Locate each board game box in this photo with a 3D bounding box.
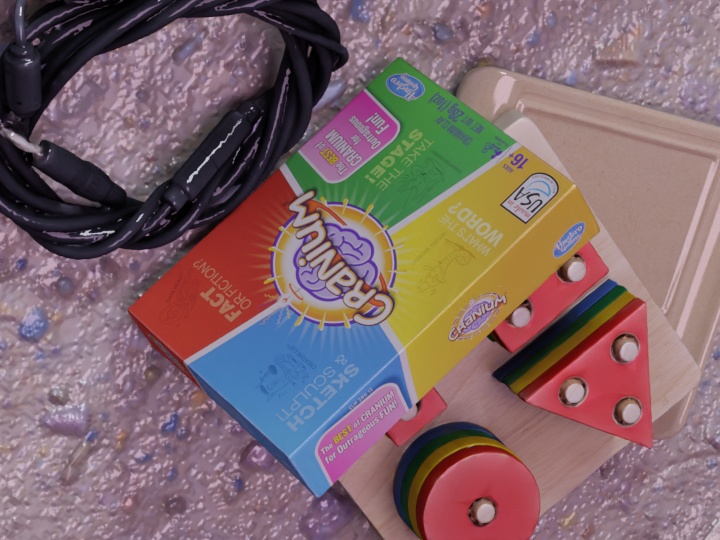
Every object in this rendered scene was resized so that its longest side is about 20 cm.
[{"bbox_3d":[0.000,0.000,1.423,0.200,0.153,0.040,-44,138,-9],"label":"board game box"}]

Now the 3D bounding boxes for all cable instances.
[{"bbox_3d":[-0.094,-0.082,1.394,0.199,0.051,0.164,-9,123,-29],"label":"cable"}]

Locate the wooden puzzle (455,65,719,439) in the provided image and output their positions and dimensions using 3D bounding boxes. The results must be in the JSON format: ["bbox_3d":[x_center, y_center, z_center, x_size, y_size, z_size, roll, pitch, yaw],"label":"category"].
[{"bbox_3d":[0.118,-0.008,1.558,0.199,0.037,0.186,13,101,-26],"label":"wooden puzzle"}]

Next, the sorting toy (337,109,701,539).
[{"bbox_3d":[0.071,0.055,1.497,0.200,0.070,0.199,-39,115,-6],"label":"sorting toy"}]
